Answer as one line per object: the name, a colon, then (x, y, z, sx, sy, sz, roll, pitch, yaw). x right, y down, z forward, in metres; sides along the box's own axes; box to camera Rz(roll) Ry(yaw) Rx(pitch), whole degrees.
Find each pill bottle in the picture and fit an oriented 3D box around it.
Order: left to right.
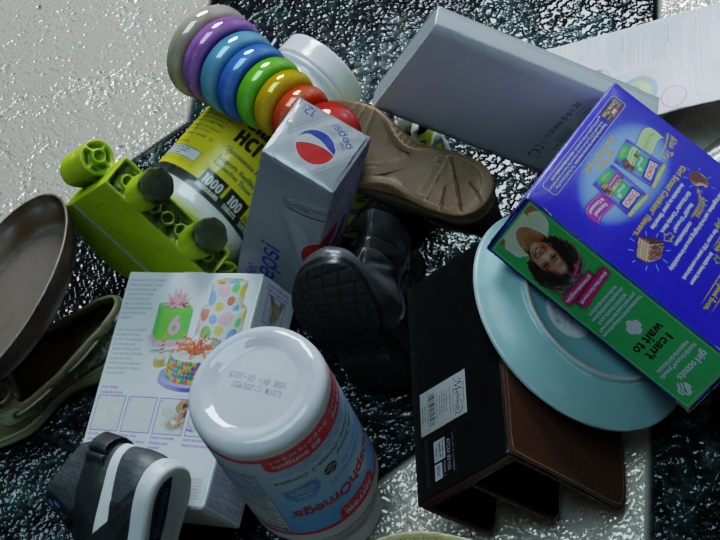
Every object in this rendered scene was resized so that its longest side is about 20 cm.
pill bottle: (-0.092, -0.110, 1.721, 0.112, 0.113, 0.200, 29, 70, 33)
pill bottle: (-0.049, 0.138, 1.478, 0.108, 0.200, 0.109, -10, 54, 14)

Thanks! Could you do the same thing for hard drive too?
hard drive: (0.125, -0.138, 1.589, 0.199, 0.132, 0.026, 21, 58, -14)

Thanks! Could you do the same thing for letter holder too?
letter holder: (0.123, 0.100, 1.519, 0.100, 0.142, 0.201, -34, 43, 36)

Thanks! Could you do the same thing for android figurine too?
android figurine: (-0.184, -0.036, 1.666, 0.041, 0.182, 0.200, -53, 13, -22)

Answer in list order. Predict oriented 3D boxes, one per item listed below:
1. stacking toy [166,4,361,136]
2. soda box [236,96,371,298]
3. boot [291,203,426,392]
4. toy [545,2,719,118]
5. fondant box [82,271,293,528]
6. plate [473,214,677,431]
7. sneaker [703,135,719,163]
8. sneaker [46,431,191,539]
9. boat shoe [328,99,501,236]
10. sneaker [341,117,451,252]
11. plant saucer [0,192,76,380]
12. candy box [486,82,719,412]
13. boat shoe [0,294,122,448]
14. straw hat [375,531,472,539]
stacking toy: (-0.075, -0.144, 1.611, 0.085, 0.086, 0.200, -42, 51, -12)
soda box: (-0.048, -0.048, 1.559, 0.068, 0.200, 0.064, 30, 60, 7)
boot: (0.000, 0.000, 1.559, 0.069, 0.200, 0.132, 0, 60, 15)
toy: (0.235, -0.158, 1.676, 0.199, 0.047, 0.116, -11, 49, 19)
fondant box: (-0.145, 0.103, 1.589, 0.144, 0.058, 0.201, 1, 69, 34)
plate: (0.177, 0.031, 1.499, 0.026, 0.199, 0.201, -47, 36, 44)
sneaker: (0.335, -0.122, 1.609, 0.199, 0.075, 0.116, -21, 47, -8)
sneaker: (-0.204, 0.224, 1.522, 0.111, 0.073, 0.201, 24, 101, 33)
boat shoe: (0.033, -0.079, 1.607, 0.199, 0.072, 0.072, 23, 75, 30)
sneaker: (-0.013, -0.068, 1.687, 0.200, 0.077, 0.075, -40, 55, -7)
plant saucer: (-0.305, 0.027, 1.675, 0.200, 0.032, 0.201, -36, 34, 29)
candy box: (0.224, -0.021, 1.486, 0.200, 0.077, 0.169, 38, 49, 4)
boat shoe: (-0.283, 0.086, 1.686, 0.199, 0.063, 0.073, -34, 53, -4)
straw hat: (0.053, 0.293, 1.408, 0.200, 0.085, 0.202, -6, 58, 10)
